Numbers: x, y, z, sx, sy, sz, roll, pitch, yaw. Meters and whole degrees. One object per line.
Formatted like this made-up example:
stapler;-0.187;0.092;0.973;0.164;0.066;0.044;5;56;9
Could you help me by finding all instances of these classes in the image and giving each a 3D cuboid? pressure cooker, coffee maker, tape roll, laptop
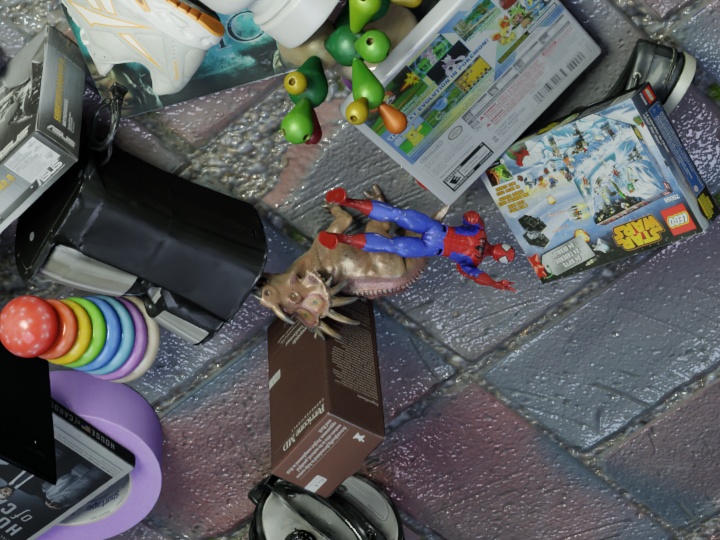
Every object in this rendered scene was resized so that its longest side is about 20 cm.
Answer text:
pressure cooker;-0.039;0.315;1.968;0.174;0.180;0.201;5;132;-7
coffee maker;-0.186;-0.039;1.651;0.199;0.136;0.192;22;140;-28
tape roll;-0.308;0.198;1.912;0.198;0.066;0.201;-3;131;-4
laptop;-0.374;0.089;1.671;0.199;0.117;0.187;20;168;26

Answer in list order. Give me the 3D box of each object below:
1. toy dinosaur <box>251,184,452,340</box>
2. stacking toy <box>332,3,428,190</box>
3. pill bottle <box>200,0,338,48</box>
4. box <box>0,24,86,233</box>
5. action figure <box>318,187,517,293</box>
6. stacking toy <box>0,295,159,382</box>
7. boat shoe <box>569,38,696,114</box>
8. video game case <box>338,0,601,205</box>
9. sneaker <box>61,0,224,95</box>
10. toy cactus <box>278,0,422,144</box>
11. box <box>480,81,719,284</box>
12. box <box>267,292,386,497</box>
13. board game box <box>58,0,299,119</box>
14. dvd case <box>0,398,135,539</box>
toy dinosaur;0.000;0.000;1.722;0.198;0.136;0.086;-13;132;4
stacking toy;0.046;-0.146;1.646;0.085;0.086;0.200;-21;138;12
pill bottle;-0.109;-0.273;1.465;0.199;0.115;0.114;36;120;-21
box;-0.320;-0.098;1.585;0.048;0.159;0.200;35;120;-31
action figure;0.072;-0.027;1.661;0.198;0.099;0.066;10;93;-32
stacking toy;-0.268;0.059;1.704;0.085;0.086;0.200;-28;166;17
boat shoe;0.225;-0.134;1.672;0.066;0.075;0.200;27;132;-14
video game case;0.099;-0.168;1.593;0.200;0.022;0.182;-45;140;8
sneaker;-0.218;-0.215;1.514;0.199;0.076;0.092;31;108;-4
toy cactus;-0.010;-0.186;1.515;0.102;0.165;0.201;29;82;-29
box;0.211;-0.075;1.647;0.199;0.040;0.138;-19;105;46
box;-0.036;0.108;1.770;0.075;0.201;0.100;25;125;-26
board game box;-0.147;-0.213;1.590;0.198;0.028;0.136;-15;130;7
dvd case;-0.351;0.208;1.856;0.199;0.025;0.150;-36;125;22
